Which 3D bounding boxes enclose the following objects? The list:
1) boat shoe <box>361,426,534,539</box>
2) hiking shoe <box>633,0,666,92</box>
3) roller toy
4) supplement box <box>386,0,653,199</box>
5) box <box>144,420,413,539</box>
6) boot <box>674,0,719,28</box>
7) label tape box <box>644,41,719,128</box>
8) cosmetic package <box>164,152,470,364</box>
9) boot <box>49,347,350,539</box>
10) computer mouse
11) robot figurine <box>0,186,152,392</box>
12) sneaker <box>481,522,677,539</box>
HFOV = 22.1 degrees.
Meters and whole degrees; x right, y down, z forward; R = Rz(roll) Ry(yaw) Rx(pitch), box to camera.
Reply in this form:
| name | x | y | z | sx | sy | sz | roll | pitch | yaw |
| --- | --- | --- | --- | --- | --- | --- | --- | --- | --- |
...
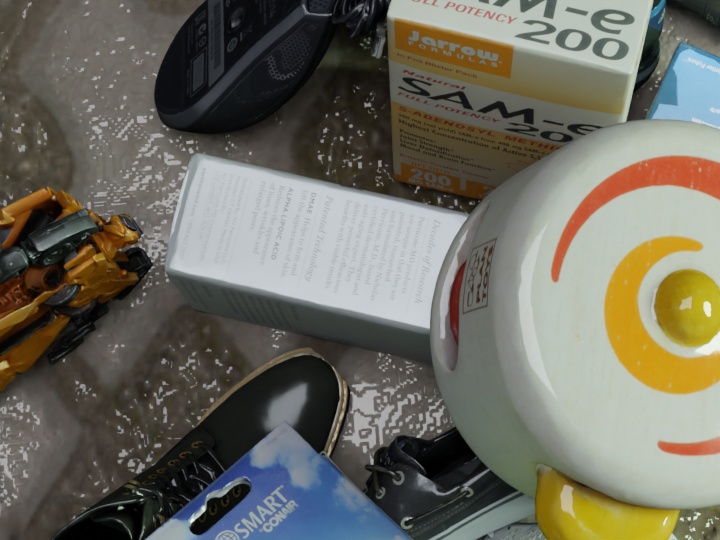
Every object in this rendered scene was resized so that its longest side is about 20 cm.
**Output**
| name | x | y | z | sx | sy | sz | roll | pitch | yaw |
| --- | --- | --- | --- | --- | --- | --- | --- | --- | --- |
| boat shoe | 0.037 | 0.113 | 0.976 | 0.199 | 0.070 | 0.066 | -25 | 115 | 7 |
| hiking shoe | 0.081 | -0.170 | 1.045 | 0.199 | 0.087 | 0.075 | 15 | 52 | 5 |
| roller toy | 0.132 | 0.026 | 0.888 | 0.199 | 0.140 | 0.183 | -33 | 91 | -17 |
| supplement box | 0.082 | -0.103 | 0.976 | 0.125 | 0.200 | 0.074 | 14 | 70 | 8 |
| box | -0.009 | 0.182 | 0.899 | 0.200 | 0.048 | 0.122 | 41 | 63 | 20 |
| boot | 0.180 | -0.238 | 1.080 | 0.199 | 0.073 | 0.182 | 28 | 78 | 17 |
| label tape box | 0.202 | -0.004 | 1.015 | 0.143 | 0.063 | 0.201 | 23 | 81 | 9 |
| cosmetic package | 0.000 | 0.000 | 1.010 | 0.199 | 0.102 | 0.075 | 12 | 79 | 6 |
| boot | -0.085 | 0.115 | 0.968 | 0.077 | 0.138 | 0.200 | 38 | 81 | 12 |
| computer mouse | -0.039 | -0.135 | 1.032 | 0.200 | 0.053 | 0.139 | -33 | 44 | 37 |
| robot figurine | -0.207 | 0.025 | 1.002 | 0.200 | 0.145 | 0.058 | -36 | 74 | 2 |
| sneaker | 0.080 | 0.182 | 0.979 | 0.199 | 0.077 | 0.085 | -32 | 39 | 12 |
